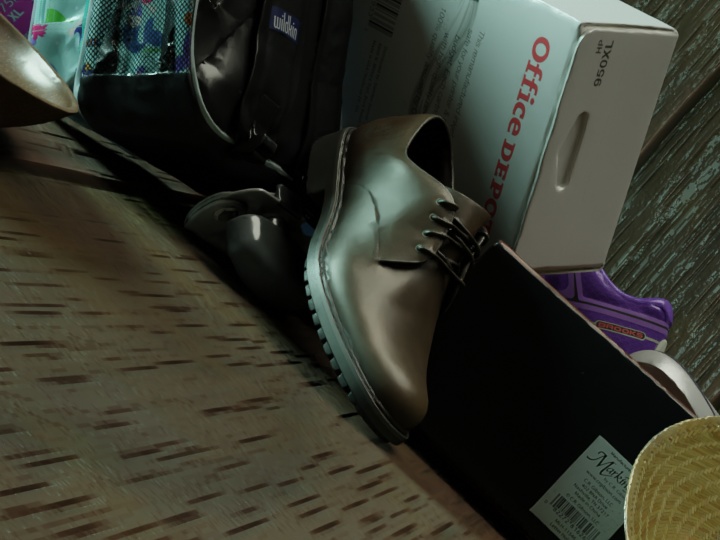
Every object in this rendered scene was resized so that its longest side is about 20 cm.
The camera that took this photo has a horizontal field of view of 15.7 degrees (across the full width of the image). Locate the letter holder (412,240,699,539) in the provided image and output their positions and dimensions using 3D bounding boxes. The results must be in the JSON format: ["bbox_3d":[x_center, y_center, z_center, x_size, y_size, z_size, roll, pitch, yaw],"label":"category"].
[{"bbox_3d":[0.121,0.099,1.336,0.200,0.101,0.142,43,0,19],"label":"letter holder"}]

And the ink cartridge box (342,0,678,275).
[{"bbox_3d":[0.061,-0.101,1.434,0.084,0.145,0.200,-3,26,-43],"label":"ink cartridge box"}]

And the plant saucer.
[{"bbox_3d":[-0.210,-0.122,1.139,0.200,0.037,0.200,40,5,-4],"label":"plant saucer"}]

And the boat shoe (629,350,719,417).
[{"bbox_3d":[0.197,0.122,1.459,0.066,0.072,0.200,-47,114,-46],"label":"boat shoe"}]

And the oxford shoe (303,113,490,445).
[{"bbox_3d":[0.021,-0.005,1.282,0.073,0.084,0.201,48,30,-43],"label":"oxford shoe"}]

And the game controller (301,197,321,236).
[{"bbox_3d":[0.000,0.000,1.514,0.200,0.042,0.104,41,-7,1],"label":"game controller"}]

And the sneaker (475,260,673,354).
[{"bbox_3d":[0.094,-0.003,1.502,0.200,0.084,0.081,36,-9,21],"label":"sneaker"}]

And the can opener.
[{"bbox_3d":[-0.020,0.011,1.386,0.200,0.053,0.067,32,45,-48],"label":"can opener"}]

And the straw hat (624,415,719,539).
[{"bbox_3d":[0.173,0.170,1.183,0.200,0.085,0.202,22,41,-20],"label":"straw hat"}]

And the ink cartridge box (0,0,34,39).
[{"bbox_3d":[-0.247,-0.213,1.433,0.200,0.042,0.120,33,25,-40],"label":"ink cartridge box"}]

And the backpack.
[{"bbox_3d":[-0.079,-0.149,1.379,0.150,0.201,0.177,6,-10,26],"label":"backpack"}]
